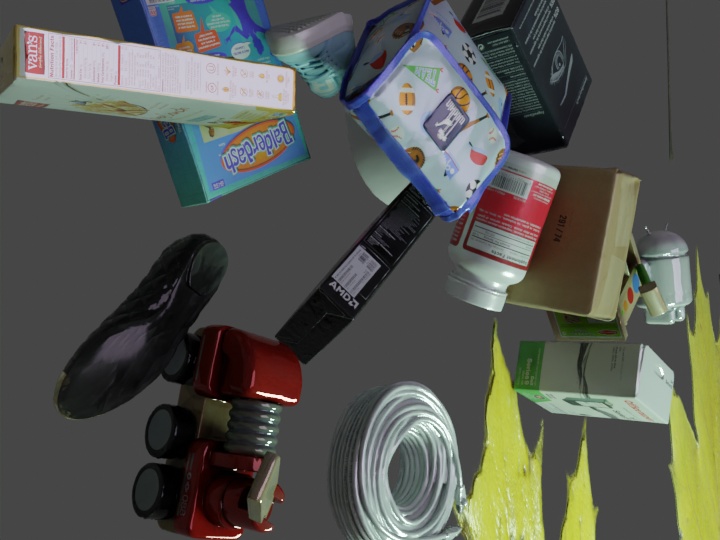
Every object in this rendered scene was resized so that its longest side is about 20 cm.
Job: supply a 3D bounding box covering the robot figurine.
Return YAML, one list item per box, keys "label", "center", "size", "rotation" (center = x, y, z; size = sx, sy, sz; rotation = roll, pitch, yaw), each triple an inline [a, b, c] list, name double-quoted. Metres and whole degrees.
- label: "robot figurine"
  center: [0.617, 0.006, 1.527]
  size: [0.168, 0.112, 0.204]
  rotation: [-10, 94, -42]

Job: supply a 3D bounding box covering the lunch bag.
- label: "lunch bag"
  center: [0.071, -0.170, 0.768]
  size: [0.170, 0.123, 0.202]
  rotation: [46, 41, -25]

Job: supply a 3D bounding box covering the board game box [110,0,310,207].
- label: "board game box"
  center: [-0.137, -0.182, 0.715]
  size: [0.151, 0.044, 0.203]
  rotation: [-31, 110, -47]

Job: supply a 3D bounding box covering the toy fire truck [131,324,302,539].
- label: "toy fire truck"
  center: [-0.098, 0.136, 0.618]
  size: [0.128, 0.198, 0.179]
  rotation: [24, 69, -45]

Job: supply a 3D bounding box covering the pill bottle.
- label: "pill bottle"
  center: [0.183, -0.054, 0.997]
  size: [0.111, 0.111, 0.203]
  rotation: [12, 100, -48]

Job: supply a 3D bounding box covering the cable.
- label: "cable"
  center: [0.043, 0.232, 0.876]
  size: [0.198, 0.068, 0.204]
  rotation: [-2, 87, -49]

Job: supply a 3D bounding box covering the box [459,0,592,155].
- label: "box"
  center: [0.225, -0.283, 1.029]
  size: [0.201, 0.103, 0.149]
  rotation: [53, 50, -32]

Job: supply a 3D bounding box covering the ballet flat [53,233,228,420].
- label: "ballet flat"
  center: [-0.187, 0.047, 0.645]
  size: [0.201, 0.056, 0.067]
  rotation: [-52, 123, -30]

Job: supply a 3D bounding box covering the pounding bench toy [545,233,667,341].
- label: "pounding bench toy"
  center: [0.425, 0.020, 1.237]
  size: [0.156, 0.198, 0.126]
  rotation: [-45, 119, -40]

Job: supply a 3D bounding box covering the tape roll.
- label: "tape roll"
  center: [0.071, -0.182, 0.939]
  size: [0.201, 0.070, 0.207]
  rotation: [6, 82, -49]

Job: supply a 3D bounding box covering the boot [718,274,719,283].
- label: "boot"
  center: [1.051, 0.108, 2.070]
  size: [0.163, 0.065, 0.204]
  rotation: [1, 82, -51]

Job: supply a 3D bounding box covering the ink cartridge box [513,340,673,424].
- label: "ink cartridge box"
  center: [0.359, 0.170, 1.147]
  size: [0.145, 0.198, 0.086]
  rotation: [32, 65, -42]

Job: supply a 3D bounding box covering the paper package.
- label: "paper package"
  center: [0.278, -0.044, 1.058]
  size: [0.103, 0.188, 0.204]
  rotation: [9, 91, -51]

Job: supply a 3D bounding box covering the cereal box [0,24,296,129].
- label: "cereal box"
  center: [-0.166, -0.140, 0.566]
  size: [0.197, 0.143, 0.040]
  rotation: [-1, 95, -31]

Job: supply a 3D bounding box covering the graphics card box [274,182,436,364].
- label: "graphics card box"
  center: [0.000, 0.000, 0.799]
  size: [0.051, 0.125, 0.201]
  rotation: [41, 52, -3]

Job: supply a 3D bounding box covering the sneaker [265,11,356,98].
- label: "sneaker"
  center: [-0.039, -0.222, 0.777]
  size: [0.200, 0.073, 0.083]
  rotation: [-51, 132, -65]
